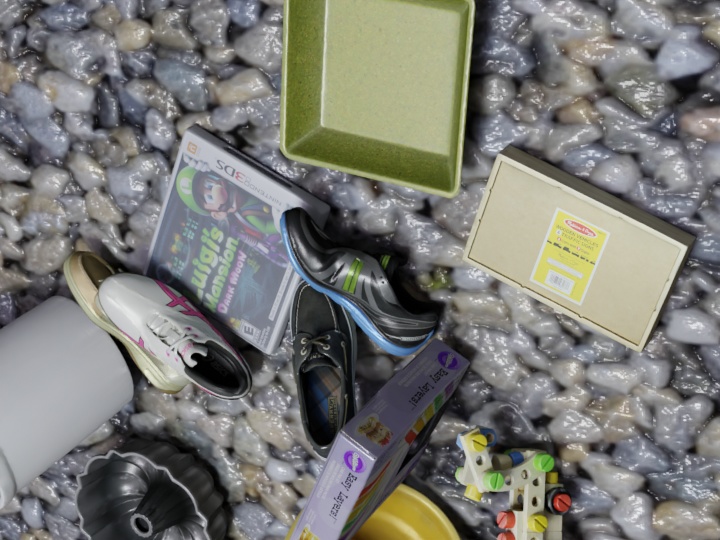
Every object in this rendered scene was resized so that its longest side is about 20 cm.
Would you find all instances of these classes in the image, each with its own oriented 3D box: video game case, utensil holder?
[{"bbox_3d":[-0.140,-0.031,1.575,0.182,0.023,0.200,32,124,15],"label":"video game case"},{"bbox_3d":[-0.387,0.147,1.664,0.170,0.200,0.170,32,143,28],"label":"utensil holder"}]

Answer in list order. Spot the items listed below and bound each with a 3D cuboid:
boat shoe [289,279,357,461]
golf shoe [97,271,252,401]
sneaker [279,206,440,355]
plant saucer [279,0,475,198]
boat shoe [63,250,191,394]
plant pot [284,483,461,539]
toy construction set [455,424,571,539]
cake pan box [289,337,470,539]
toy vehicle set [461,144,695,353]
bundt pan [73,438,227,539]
[{"bbox_3d":[-0.038,0.098,1.501,0.069,0.057,0.200,-13,73,10],"label":"boat shoe"},{"bbox_3d":[-0.198,0.069,1.583,0.200,0.092,0.073,37,83,-12],"label":"golf shoe"},{"bbox_3d":[0.000,0.000,1.478,0.200,0.071,0.083,41,114,-7],"label":"sneaker"},{"bbox_3d":[0.021,-0.188,1.394,0.200,0.048,0.200,15,118,24],"label":"plant saucer"},{"bbox_3d":[-0.255,0.050,1.652,0.063,0.073,0.201,-37,93,29],"label":"boat shoe"},{"bbox_3d":[-0.006,0.354,1.579,0.201,0.201,0.189,40,141,9],"label":"plant pot"},{"bbox_3d":[0.144,0.257,1.470,0.092,0.131,0.200,26,109,61],"label":"toy construction set"},{"bbox_3d":[0.020,0.182,1.468,0.052,0.200,0.184,36,130,12],"label":"cake pan box"},{"bbox_3d":[0.203,-0.021,1.377,0.200,0.027,0.124,29,123,16],"label":"toy vehicle set"},{"bbox_3d":[-0.243,0.289,1.746,0.202,0.076,0.202,13,118,26],"label":"bundt pan"}]
